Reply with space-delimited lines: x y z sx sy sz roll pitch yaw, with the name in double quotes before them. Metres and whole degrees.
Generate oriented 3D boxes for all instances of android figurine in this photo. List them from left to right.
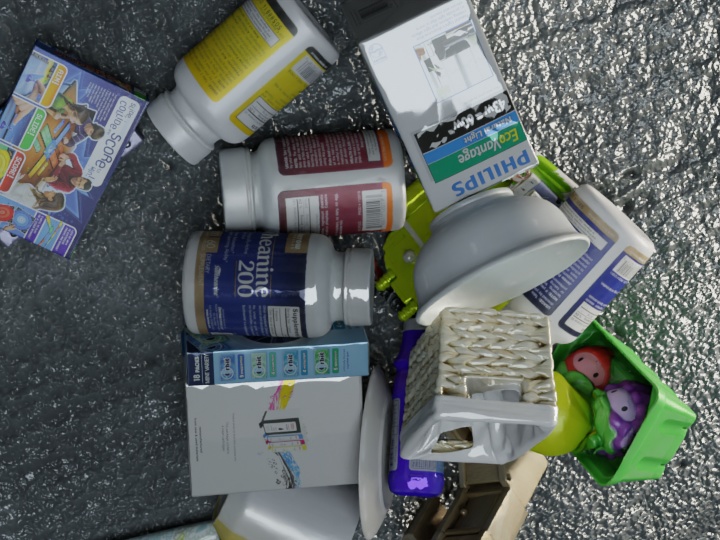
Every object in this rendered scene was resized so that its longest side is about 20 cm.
"android figurine" 0.107 -0.026 1.710 0.199 0.041 0.183 -38 72 9

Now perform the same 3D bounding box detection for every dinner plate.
"dinner plate" 0.024 0.211 1.747 0.024 0.200 0.202 1 112 9

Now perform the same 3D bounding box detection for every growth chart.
"growth chart" 0.187 -0.037 1.775 0.144 0.018 0.201 31 104 -19

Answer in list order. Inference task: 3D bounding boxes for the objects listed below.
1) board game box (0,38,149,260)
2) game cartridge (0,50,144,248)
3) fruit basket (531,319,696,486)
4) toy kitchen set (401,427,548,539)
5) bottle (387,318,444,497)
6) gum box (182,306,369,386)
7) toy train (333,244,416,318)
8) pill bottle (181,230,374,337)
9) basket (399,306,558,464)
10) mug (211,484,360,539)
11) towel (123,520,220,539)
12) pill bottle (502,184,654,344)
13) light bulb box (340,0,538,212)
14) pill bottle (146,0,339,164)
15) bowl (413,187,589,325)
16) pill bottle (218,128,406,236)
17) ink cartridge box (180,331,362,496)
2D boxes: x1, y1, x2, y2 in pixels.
"board game box" -0.330 -0.128 1.618 0.134 0.035 0.201 26 105 -18
"game cartridge" -0.353 -0.132 1.649 0.199 0.038 0.130 -37 116 6
"fruit basket" 0.256 0.152 1.758 0.214 0.216 0.157 23 106 -16
"toy kitchen set" 0.085 0.250 1.801 0.162 0.201 0.181 -14 120 43
"bottle" 0.068 0.158 1.735 0.064 0.084 0.202 3 78 3
"gum box" -0.099 0.070 1.690 0.198 0.170 0.045 -4 112 -7
"toy train" 0.000 0.000 1.751 0.199 0.034 0.046 28 101 -18
"pill bottle" -0.086 0.015 1.615 0.198 0.111 0.112 1 111 4
"basket" 0.122 0.125 1.609 0.134 0.200 0.125 5 70 -9
"mug" -0.099 0.308 1.792 0.152 0.149 0.188 24 73 -9
"towel" -0.240 0.414 1.870 0.169 0.048 0.202 -14 112 -6
"pill bottle" 0.232 0.010 1.728 0.115 0.116 0.200 37 102 -19
"light bulb box" 0.081 -0.200 1.598 0.124 0.199 0.201 -24 111 4
"pill bottle" -0.129 -0.208 1.610 0.200 0.111 0.111 -39 111 7
"bowl" 0.133 -0.025 1.576 0.199 0.201 0.091 -23 76 1
"pill bottle" -0.054 -0.093 1.664 0.198 0.114 0.115 -5 112 -6
"ink cartridge box" -0.102 0.156 1.735 0.198 0.147 0.146 -4 111 -7
